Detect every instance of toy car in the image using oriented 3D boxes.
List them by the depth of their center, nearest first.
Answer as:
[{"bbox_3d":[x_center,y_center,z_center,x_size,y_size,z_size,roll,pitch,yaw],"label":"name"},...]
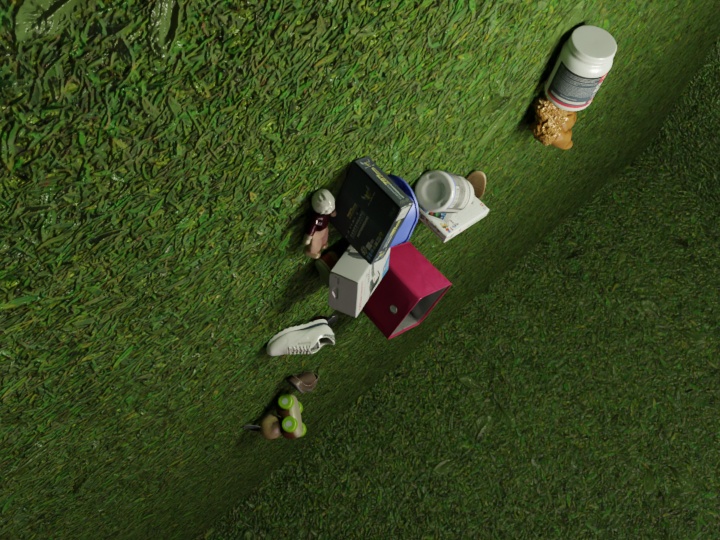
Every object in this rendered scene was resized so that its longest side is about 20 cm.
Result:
[{"bbox_3d":[-0.315,0.542,2.538,0.200,0.158,0.164,-14,158,4],"label":"toy car"}]

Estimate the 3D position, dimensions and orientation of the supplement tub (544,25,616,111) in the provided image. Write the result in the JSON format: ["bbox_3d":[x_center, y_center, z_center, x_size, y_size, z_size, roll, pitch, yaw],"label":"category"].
[{"bbox_3d":[0.597,-0.547,1.917,0.140,0.140,0.200,-35,161,-23],"label":"supplement tub"}]

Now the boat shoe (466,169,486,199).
[{"bbox_3d":[0.354,-0.250,2.222,0.200,0.072,0.072,95,13,-50],"label":"boat shoe"}]

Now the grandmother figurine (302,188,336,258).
[{"bbox_3d":[-0.095,-0.107,1.586,0.200,0.060,0.121,105,8,-54],"label":"grandmother figurine"}]

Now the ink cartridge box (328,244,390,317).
[{"bbox_3d":[0.000,0.000,1.838,0.200,0.084,0.145,-55,160,-38],"label":"ink cartridge box"}]

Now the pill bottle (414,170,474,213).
[{"bbox_3d":[0.239,-0.216,1.952,0.114,0.114,0.200,-50,161,20],"label":"pill bottle"}]

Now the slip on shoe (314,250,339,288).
[{"bbox_3d":[-0.073,0.009,1.874,0.061,0.074,0.200,-42,158,-13],"label":"slip on shoe"}]

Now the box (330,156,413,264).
[{"bbox_3d":[0.019,-0.133,1.594,0.051,0.158,0.200,-27,157,-39],"label":"box"}]

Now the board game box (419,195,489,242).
[{"bbox_3d":[0.275,-0.175,2.100,0.200,0.126,0.035,-31,158,-32],"label":"board game box"}]

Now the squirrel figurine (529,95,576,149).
[{"bbox_3d":[0.596,-0.472,2.104,0.200,0.141,0.187,-22,147,-54],"label":"squirrel figurine"}]

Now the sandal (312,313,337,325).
[{"bbox_3d":[-0.132,0.170,2.174,0.075,0.045,0.200,-25,170,-32],"label":"sandal"}]

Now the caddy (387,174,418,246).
[{"bbox_3d":[0.069,-0.141,1.716,0.105,0.141,0.200,-27,157,-29],"label":"caddy"}]

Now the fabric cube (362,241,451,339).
[{"bbox_3d":[0.120,0.058,2.183,0.200,0.199,0.196,-19,151,-52],"label":"fabric cube"}]

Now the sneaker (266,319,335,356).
[{"bbox_3d":[-0.173,0.208,2.034,0.200,0.081,0.076,-20,148,-14],"label":"sneaker"}]

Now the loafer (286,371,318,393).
[{"bbox_3d":[-0.200,0.381,2.471,0.071,0.073,0.200,-54,167,0],"label":"loafer"}]
